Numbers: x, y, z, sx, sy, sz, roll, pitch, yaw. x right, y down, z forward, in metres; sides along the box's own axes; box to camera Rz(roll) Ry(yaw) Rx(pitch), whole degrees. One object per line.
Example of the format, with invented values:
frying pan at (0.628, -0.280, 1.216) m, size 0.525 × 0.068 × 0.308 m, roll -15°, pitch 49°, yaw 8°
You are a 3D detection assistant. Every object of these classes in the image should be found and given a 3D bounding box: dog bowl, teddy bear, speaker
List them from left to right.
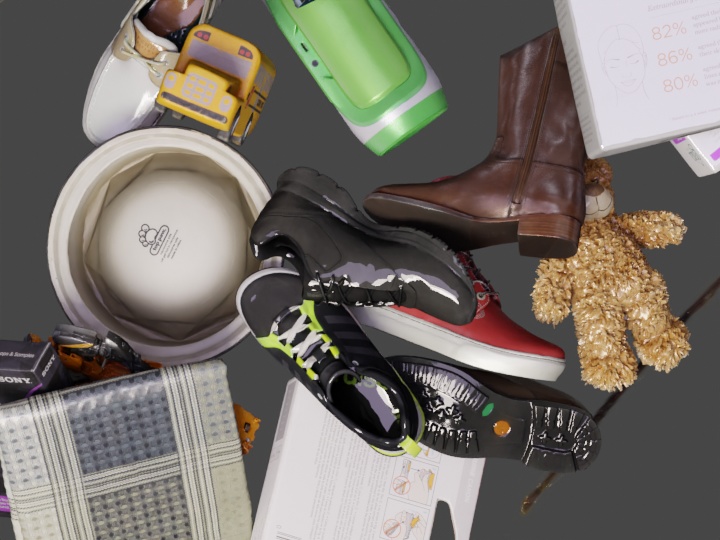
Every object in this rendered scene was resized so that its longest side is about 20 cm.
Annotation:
dog bowl at (-0.159, -0.019, 1.736) m, size 0.198 × 0.074 × 0.202 m, roll 0°, pitch 91°, yaw 2°
speaker at (-0.012, -0.197, 1.723) m, size 0.088 × 0.088 × 0.201 m, roll -35°, pitch 90°, yaw 2°
teddy bear at (0.206, 0.001, 1.727) m, size 0.144 × 0.067 × 0.202 m, roll -5°, pitch 91°, yaw 0°

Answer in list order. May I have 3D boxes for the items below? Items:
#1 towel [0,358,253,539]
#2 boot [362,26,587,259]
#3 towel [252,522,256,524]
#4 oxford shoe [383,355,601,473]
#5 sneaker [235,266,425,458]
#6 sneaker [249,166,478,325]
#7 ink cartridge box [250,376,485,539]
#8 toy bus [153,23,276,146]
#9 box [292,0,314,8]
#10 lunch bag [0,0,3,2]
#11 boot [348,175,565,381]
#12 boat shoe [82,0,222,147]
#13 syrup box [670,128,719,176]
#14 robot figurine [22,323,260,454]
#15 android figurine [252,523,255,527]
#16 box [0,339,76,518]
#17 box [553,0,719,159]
towel at (-0.187, 0.161, 1.645) m, size 0.191 × 0.035 × 0.201 m, roll -13°, pitch 128°, yaw -10°
boot at (0.107, -0.114, 1.704) m, size 0.185 × 0.064 × 0.202 m, roll 10°, pitch 64°, yaw 2°
towel at (-0.042, 0.306, 1.762) m, size 0.144 × 0.024 × 0.202 m, roll -17°, pitch 90°, yaw 1°
oxford shoe at (0.100, 0.115, 1.725) m, size 0.198 × 0.084 × 0.073 m, roll 19°, pitch 105°, yaw -2°
sneaker at (-0.019, 0.070, 1.655) m, size 0.200 × 0.083 × 0.072 m, roll 42°, pitch 91°, yaw 5°
sneaker at (0.000, 0.000, 1.654) m, size 0.199 × 0.076 × 0.091 m, roll 27°, pitch 58°, yaw 17°
ink cartridge box at (0.004, 0.205, 1.716) m, size 0.175 × 0.045 × 0.202 m, roll 19°, pitch 71°, yaw -15°
toy bus at (-0.114, -0.150, 1.669) m, size 0.065 × 0.200 × 0.079 m, roll 23°, pitch 92°, yaw 1°
box at (-0.002, -0.316, 1.694) m, size 0.199 × 0.038 × 0.137 m, roll -29°, pitch 88°, yaw -29°
lunch bag at (-0.387, -0.295, 1.721) m, size 0.163 × 0.118 × 0.201 m, roll -32°, pitch 84°, yaw 2°
boot at (0.093, 0.003, 1.712) m, size 0.199 × 0.072 × 0.145 m, roll 21°, pitch 90°, yaw 21°
boat shoe at (-0.175, -0.190, 1.736) m, size 0.074 × 0.068 × 0.201 m, roll 28°, pitch 92°, yaw 2°
syrup box at (0.257, -0.179, 1.716) m, size 0.081 × 0.079 × 0.201 m, roll -37°, pitch 90°, yaw 1°
robot figurine at (-0.190, 0.108, 1.696) m, size 0.199 × 0.145 × 0.059 m, roll 26°, pitch 61°, yaw -17°
android figurine at (-0.083, 0.304, 1.735) m, size 0.198 × 0.041 × 0.184 m, roll 5°, pitch 88°, yaw -1°
box at (-0.277, 0.132, 1.676) m, size 0.142 × 0.036 × 0.201 m, roll 2°, pitch 135°, yaw 27°
box at (0.234, -0.204, 1.623) m, size 0.151 × 0.106 × 0.202 m, roll -12°, pitch 90°, yaw 1°
